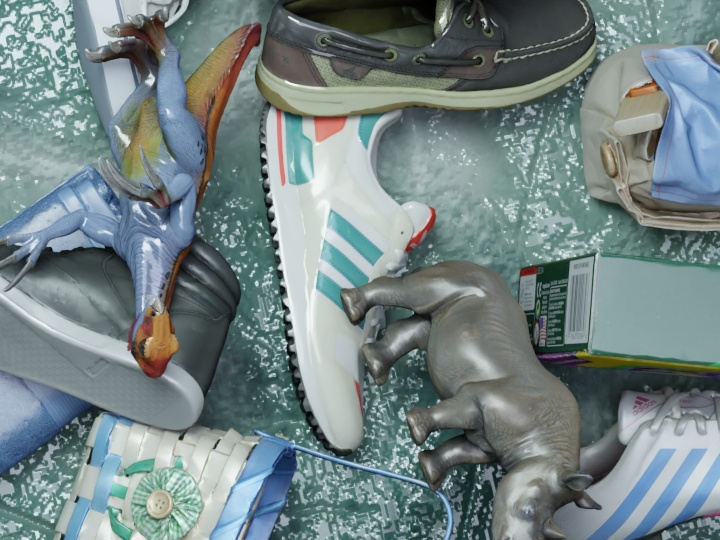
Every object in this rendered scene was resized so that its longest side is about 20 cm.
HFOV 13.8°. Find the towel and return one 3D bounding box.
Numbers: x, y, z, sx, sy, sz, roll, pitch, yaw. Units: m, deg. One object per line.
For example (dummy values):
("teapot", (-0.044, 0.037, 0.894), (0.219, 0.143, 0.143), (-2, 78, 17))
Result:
("towel", (-0.194, 0.042, 1.623), (0.200, 0.049, 0.112), (-36, 92, -9))

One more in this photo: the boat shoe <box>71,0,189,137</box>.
("boat shoe", (-0.118, -0.168, 1.638), (0.086, 0.075, 0.202), (-9, 79, -11))

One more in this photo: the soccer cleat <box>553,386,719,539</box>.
("soccer cleat", (0.191, 0.095, 1.637), (0.200, 0.070, 0.086), (-22, 109, 12))

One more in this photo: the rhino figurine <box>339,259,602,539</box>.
("rhino figurine", (0.068, 0.076, 1.564), (0.087, 0.060, 0.200), (-24, 59, -7))

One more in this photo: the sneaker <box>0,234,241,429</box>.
("sneaker", (-0.154, 0.005, 1.579), (0.200, 0.071, 0.099), (23, 53, 12))

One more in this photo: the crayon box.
("crayon box", (0.187, 0.028, 1.601), (0.172, 0.200, 0.058), (5, 87, -8))

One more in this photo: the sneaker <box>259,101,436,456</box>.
("sneaker", (0.000, 0.000, 1.641), (0.093, 0.070, 0.200), (-9, 86, -3))

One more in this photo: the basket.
("basket", (-0.068, 0.171, 1.588), (0.200, 0.139, 0.177), (19, 84, 2))

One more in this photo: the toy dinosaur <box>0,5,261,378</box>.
("toy dinosaur", (-0.094, -0.039, 1.524), (0.200, 0.105, 0.182), (-11, 83, -33))

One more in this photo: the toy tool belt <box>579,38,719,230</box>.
("toy tool belt", (0.225, -0.087, 1.652), (0.200, 0.123, 0.125), (-8, 88, -9))

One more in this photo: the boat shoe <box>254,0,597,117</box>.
("boat shoe", (0.041, -0.131, 1.637), (0.201, 0.066, 0.072), (-9, 48, -17))
